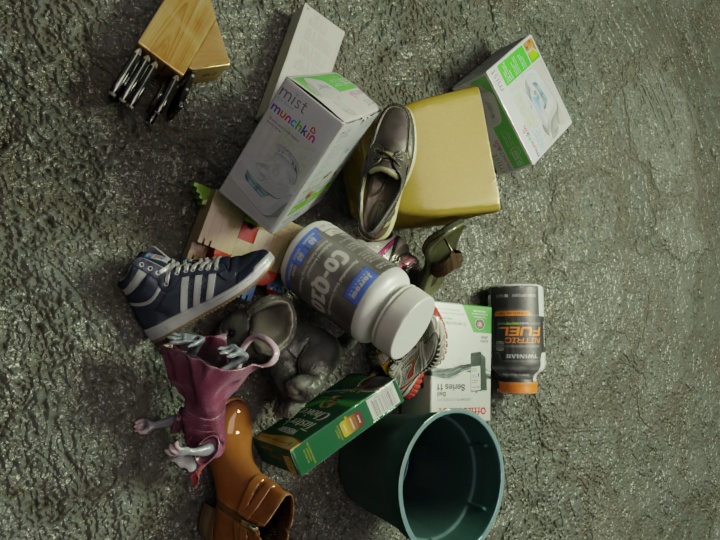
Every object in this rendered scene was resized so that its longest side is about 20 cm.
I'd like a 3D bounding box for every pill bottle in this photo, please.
[{"bbox_3d":[-0.004,0.026,0.820,0.114,0.199,0.115,-39,148,-31],"label":"pill bottle"},{"bbox_3d":[0.295,0.130,1.137,0.105,0.106,0.203,4,82,-34],"label":"pill bottle"}]

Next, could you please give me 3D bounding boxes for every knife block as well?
[{"bbox_3d":[-0.277,-0.307,0.819,0.174,0.064,0.202,-20,96,-35],"label":"knife block"}]

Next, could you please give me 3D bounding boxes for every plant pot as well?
[{"bbox_3d":[0.078,-0.165,0.981,0.198,0.195,0.197,-11,91,-18],"label":"plant pot"},{"bbox_3d":[0.078,0.302,0.911,0.198,0.195,0.203,4,83,-33],"label":"plant pot"}]

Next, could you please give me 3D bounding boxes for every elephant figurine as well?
[{"bbox_3d":[-0.133,0.096,0.842,0.200,0.141,0.155,45,32,-4],"label":"elephant figurine"}]

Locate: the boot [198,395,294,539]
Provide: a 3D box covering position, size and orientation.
[{"bbox_3d":[-0.146,0.272,0.781,0.076,0.154,0.203,23,72,-39],"label":"boot"}]

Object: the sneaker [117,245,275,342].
[{"bbox_3d":[-0.216,0.001,0.775,0.199,0.070,0.109,-30,104,5],"label":"sneaker"}]

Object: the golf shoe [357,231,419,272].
[{"bbox_3d":[0.000,0.000,0.980,0.199,0.073,0.092,-29,76,-35],"label":"golf shoe"}]

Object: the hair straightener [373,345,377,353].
[{"bbox_3d":[0.025,0.087,0.964,0.200,0.076,0.041,50,20,-55],"label":"hair straightener"}]

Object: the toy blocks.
[{"bbox_3d":[-0.167,-0.022,0.856,0.198,0.100,0.138,22,84,-30],"label":"toy blocks"}]

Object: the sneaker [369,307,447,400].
[{"bbox_3d":[0.072,0.135,0.946,0.081,0.201,0.078,5,37,-27],"label":"sneaker"}]

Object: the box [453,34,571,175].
[{"bbox_3d":[0.302,-0.326,1.195,0.176,0.096,0.201,-43,109,-32],"label":"box"}]

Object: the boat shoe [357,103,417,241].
[{"bbox_3d":[0.039,-0.140,0.858,0.072,0.065,0.203,9,93,4],"label":"boat shoe"}]

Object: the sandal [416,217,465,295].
[{"bbox_3d":[0.143,-0.015,1.004,0.079,0.202,0.057,-30,61,-21],"label":"sandal"}]

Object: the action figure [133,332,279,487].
[{"bbox_3d":[-0.198,0.176,0.767,0.148,0.133,0.203,-10,114,-39],"label":"action figure"}]

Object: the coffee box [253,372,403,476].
[{"bbox_3d":[-0.046,0.218,0.882,0.199,0.122,0.044,-28,101,-32],"label":"coffee box"}]

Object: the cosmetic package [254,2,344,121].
[{"bbox_3d":[-0.095,-0.311,0.954,0.082,0.050,0.202,27,70,-32],"label":"cosmetic package"}]

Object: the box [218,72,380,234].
[{"bbox_3d":[-0.072,-0.166,0.817,0.096,0.177,0.200,37,25,1],"label":"box"}]

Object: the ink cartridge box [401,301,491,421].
[{"bbox_3d":[0.151,0.160,1.047,0.145,0.083,0.203,7,81,-33],"label":"ink cartridge box"}]
